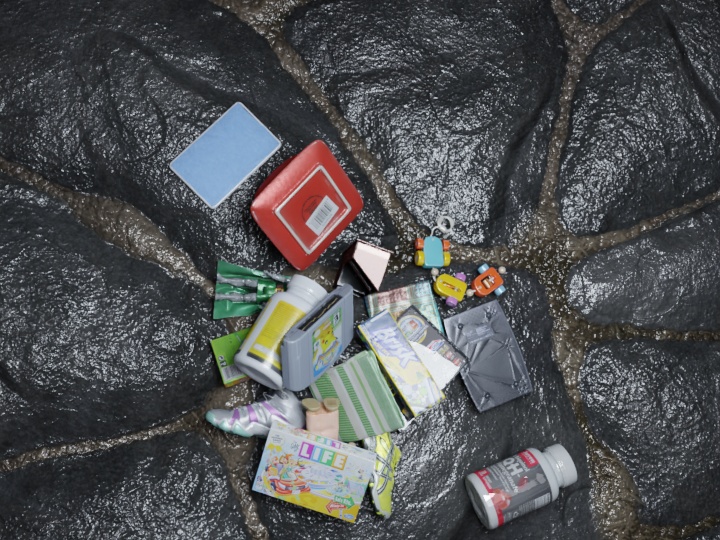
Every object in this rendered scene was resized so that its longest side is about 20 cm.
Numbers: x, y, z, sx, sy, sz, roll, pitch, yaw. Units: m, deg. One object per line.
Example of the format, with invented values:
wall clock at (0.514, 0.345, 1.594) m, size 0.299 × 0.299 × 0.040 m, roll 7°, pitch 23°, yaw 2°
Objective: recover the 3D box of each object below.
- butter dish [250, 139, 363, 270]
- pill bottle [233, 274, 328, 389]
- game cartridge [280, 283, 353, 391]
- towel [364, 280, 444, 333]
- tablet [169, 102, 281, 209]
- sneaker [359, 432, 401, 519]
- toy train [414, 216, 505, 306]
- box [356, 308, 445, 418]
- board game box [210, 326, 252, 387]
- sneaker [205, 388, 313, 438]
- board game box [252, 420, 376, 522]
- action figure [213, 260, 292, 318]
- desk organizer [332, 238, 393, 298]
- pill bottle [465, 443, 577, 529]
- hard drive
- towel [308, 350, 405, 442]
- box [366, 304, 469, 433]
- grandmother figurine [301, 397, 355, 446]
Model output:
butter dish at (-0.128, -0.137, 1.468) m, size 0.200 × 0.148 × 0.200 m, roll -48°, pitch 131°, yaw -13°
pill bottle at (-0.141, 0.112, 1.396) m, size 0.112 × 0.112 × 0.200 m, roll 31°, pitch 69°, yaw -3°
game cartridge at (-0.074, 0.127, 1.372) m, size 0.040 × 0.134 × 0.200 m, roll 22°, pitch 40°, yaw 24°
towel at (0.099, 0.131, 1.515) m, size 0.146 × 0.022 × 0.200 m, roll -13°, pitch 85°, yaw -13°
tablet at (-0.273, -0.234, 1.521) m, size 0.130 × 0.014 × 0.200 m, roll 45°, pitch 79°, yaw 0°
sneaker at (0.045, 0.378, 1.448) m, size 0.076 × 0.075 × 0.200 m, roll -6°, pitch 84°, yaw -9°
toy train at (0.196, -0.006, 1.540) m, size 0.150 × 0.056 × 0.200 m, roll -38°, pitch 86°, yaw -23°
box at (0.073, 0.175, 1.408) m, size 0.070 × 0.064 × 0.200 m, roll -31°, pitch 80°, yaw -11°
board game box at (-0.181, 0.149, 1.457) m, size 0.200 × 0.030 × 0.096 m, roll -20°, pitch 64°, yaw -8°
sneaker at (-0.187, 0.252, 1.436) m, size 0.200 × 0.078 × 0.140 m, roll 16°, pitch 78°, yaw -15°
board game box at (-0.085, 0.369, 1.376) m, size 0.200 × 0.034 × 0.135 m, roll 17°, pitch 106°, yaw 1°
action figure at (-0.185, 0.042, 1.476) m, size 0.200 × 0.055 × 0.118 m, roll 4°, pitch 78°, yaw -12°
desk organizer at (0.000, 0.000, 1.432) m, size 0.072 × 0.200 × 0.077 m, roll 20°, pitch 81°, yaw -6°
pill bottle at (0.316, 0.415, 1.464) m, size 0.200 × 0.111 × 0.111 m, roll -21°, pitch 85°, yaw -11°
hard drive at (0.255, 0.173, 1.524) m, size 0.135 × 0.042 × 0.200 m, roll -20°, pitch 85°, yaw -10°
towel at (-0.013, 0.243, 1.408) m, size 0.023 × 0.200 × 0.153 m, roll -21°, pitch 84°, yaw -45°
box at (0.088, 0.191, 1.461) m, size 0.160 × 0.044 × 0.200 m, roll 45°, pitch 76°, yaw 7°
grandmother figurine at (-0.070, 0.341, 1.416) m, size 0.121 × 0.061 × 0.200 m, roll 3°, pitch 106°, yaw -1°
